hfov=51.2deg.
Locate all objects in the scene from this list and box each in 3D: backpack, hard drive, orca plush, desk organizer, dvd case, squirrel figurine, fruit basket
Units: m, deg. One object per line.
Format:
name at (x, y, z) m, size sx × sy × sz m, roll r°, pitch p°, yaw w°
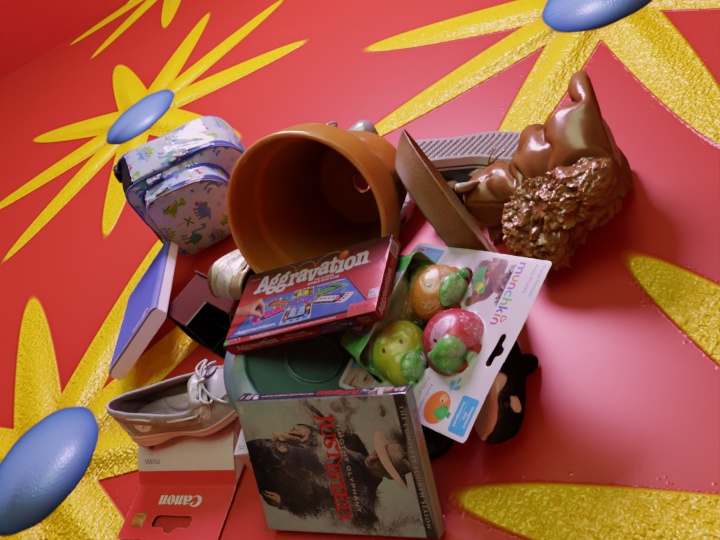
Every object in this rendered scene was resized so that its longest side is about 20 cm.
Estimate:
backpack at (-0.264, -0.133, 1.217) m, size 0.199 × 0.183 × 0.147 m, roll -32°, pitch 53°, yaw -5°
hard drive at (-0.320, 0.053, 1.119) m, size 0.132 × 0.025 × 0.200 m, roll -52°, pitch 24°, yaw 19°
orca plush at (0.145, 0.095, 0.781) m, size 0.200 × 0.071 × 0.106 m, roll -104°, pitch 28°, yaw -60°
desk organizer at (-0.178, 0.073, 1.018) m, size 0.200 × 0.072 × 0.077 m, roll 20°, pitch 65°, yaw 47°
dvd case at (-0.025, 0.187, 0.732) m, size 0.199 × 0.147 × 0.022 m, roll -8°, pitch 10°, yaw 29°
squirrel figurine at (0.202, -0.093, 0.860) m, size 0.186 × 0.142 × 0.201 m, roll -21°, pitch 37°, yaw 27°
fruit basket at (0.071, 0.055, 0.741) m, size 0.200 × 0.094 × 0.186 m, roll 10°, pitch 68°, yaw 60°

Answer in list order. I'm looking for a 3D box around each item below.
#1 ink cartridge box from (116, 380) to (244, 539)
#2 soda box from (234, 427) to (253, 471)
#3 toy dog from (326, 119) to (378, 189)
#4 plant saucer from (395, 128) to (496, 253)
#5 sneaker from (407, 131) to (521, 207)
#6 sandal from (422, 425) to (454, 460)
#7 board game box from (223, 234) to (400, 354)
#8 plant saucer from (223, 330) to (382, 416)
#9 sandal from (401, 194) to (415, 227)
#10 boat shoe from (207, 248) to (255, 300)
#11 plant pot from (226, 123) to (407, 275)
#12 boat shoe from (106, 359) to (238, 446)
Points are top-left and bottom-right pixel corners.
ink cartridge box at (-0.209, 0.220, 0.904) m, size 0.160 × 0.050 × 0.201 m, roll -10°, pitch 42°, yaw 30°
soda box at (-0.079, 0.139, 0.878) m, size 0.068 × 0.064 × 0.201 m, roll -13°, pitch 43°, yaw 25°
toy dog at (-0.040, -0.117, 1.091) m, size 0.200 × 0.096 × 0.132 m, roll -49°, pitch -13°, yaw 30°
plant saucer at (0.095, -0.072, 0.863) m, size 0.035 × 0.200 × 0.201 m, roll -35°, pitch 37°, yaw 11°
sneaker at (0.153, -0.133, 0.992) m, size 0.199 × 0.080 × 0.079 m, roll -3°, pitch 38°, yaw -1°
sandal at (0.070, 0.112, 0.820) m, size 0.075 × 0.045 × 0.201 m, roll -21°, pitch 54°, yaw 26°
board game box at (-0.053, 0.027, 0.799) m, size 0.199 × 0.019 × 0.103 m, roll -15°, pitch 41°, yaw 31°
plant saucer at (-0.053, 0.104, 0.837) m, size 0.199 × 0.027 × 0.201 m, roll 4°, pitch 49°, yaw -4°
sandal at (0.033, -0.079, 1.043) m, size 0.202 × 0.050 × 0.082 m, roll -38°, pitch 53°, yaw -14°
boat shoe at (-0.108, -0.019, 0.995) m, size 0.066 × 0.074 × 0.200 m, roll 18°, pitch 47°, yaw 39°
plant pot at (-0.029, -0.089, 0.907) m, size 0.199 × 0.201 × 0.183 m, roll -11°, pitch 17°, yaw 28°
boat shoe at (-0.208, 0.152, 0.882) m, size 0.201 × 0.065 × 0.075 m, roll -19°, pitch 41°, yaw 26°
